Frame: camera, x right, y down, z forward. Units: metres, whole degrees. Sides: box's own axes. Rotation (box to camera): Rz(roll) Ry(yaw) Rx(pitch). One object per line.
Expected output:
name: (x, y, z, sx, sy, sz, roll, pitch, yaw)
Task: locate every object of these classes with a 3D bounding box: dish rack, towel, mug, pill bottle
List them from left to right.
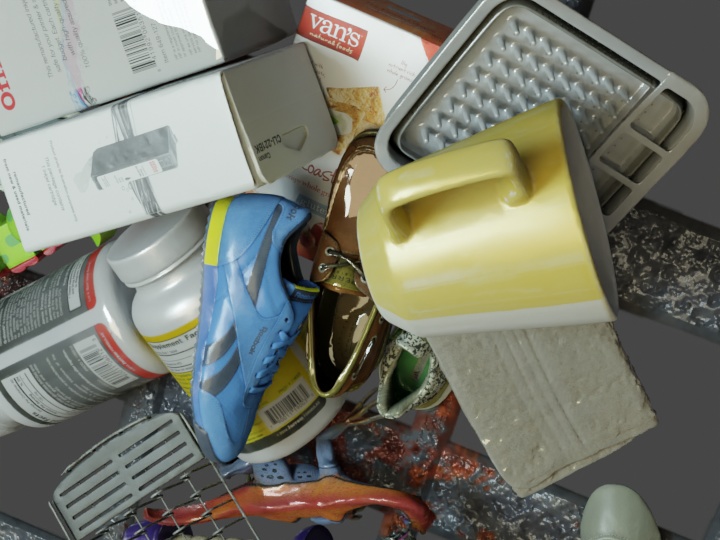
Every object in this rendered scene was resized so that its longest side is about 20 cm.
pill bottle: (-0.246, 0.061, 1.276, 0.199, 0.116, 0.116, -24, 100, 26)
dish rack: (-0.152, 0.218, 1.197, 0.153, 0.055, 0.201, -34, 83, 10)
pill bottle: (-0.105, 0.043, 1.199, 0.112, 0.113, 0.200, -24, 113, 25)
mug: (0.075, -0.037, 1.024, 0.152, 0.150, 0.187, -14, 128, 15)
towel: (0.130, 0.067, 1.148, 0.132, 0.035, 0.201, -27, 114, 1)
dish rack: (0.124, -0.107, 1.084, 0.199, 0.044, 0.172, 26, 122, -26)

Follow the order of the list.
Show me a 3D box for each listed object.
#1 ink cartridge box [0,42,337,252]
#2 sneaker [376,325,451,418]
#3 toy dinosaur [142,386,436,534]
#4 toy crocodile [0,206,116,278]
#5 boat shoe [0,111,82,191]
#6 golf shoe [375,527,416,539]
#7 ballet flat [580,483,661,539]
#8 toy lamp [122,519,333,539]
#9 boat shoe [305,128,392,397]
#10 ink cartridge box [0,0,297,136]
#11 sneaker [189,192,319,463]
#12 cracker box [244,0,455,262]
ink cartridge box: (-0.137, -0.089, 1.102, 0.199, 0.144, 0.084, -13, 101, 25)
sneaker: (0.060, 0.034, 1.172, 0.076, 0.089, 0.201, 22, 115, 11)
toy dinosaur: (-0.037, 0.190, 1.238, 0.181, 0.200, 0.105, 15, 136, 48)
toy crocodile: (-0.287, -0.024, 1.285, 0.199, 0.068, 0.062, -23, 102, 25)
boat shoe: (-0.284, -0.083, 1.251, 0.199, 0.062, 0.073, -4, 144, 26)
golf shoe: (0.028, 0.253, 1.184, 0.072, 0.200, 0.092, -36, 83, -13)
ballet flat: (0.206, 0.269, 1.223, 0.067, 0.064, 0.201, 2, 110, 18)
toy lamp: (-0.119, 0.238, 1.317, 0.199, 0.058, 0.059, -4, 109, 33)
boat shoe: (0.000, 0.000, 1.128, 0.071, 0.068, 0.201, 12, 113, 17)
ink cartridge box: (-0.178, -0.206, 1.133, 0.199, 0.145, 0.148, -13, 102, 23)
sneaker: (-0.074, 0.045, 1.101, 0.078, 0.066, 0.202, 9, 101, 11)
cracker box: (0.000, -0.100, 1.160, 0.133, 0.058, 0.201, 24, 115, 9)
